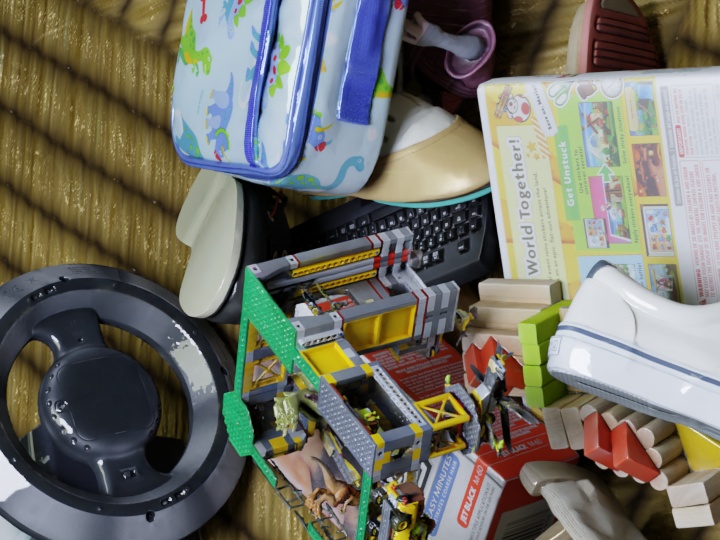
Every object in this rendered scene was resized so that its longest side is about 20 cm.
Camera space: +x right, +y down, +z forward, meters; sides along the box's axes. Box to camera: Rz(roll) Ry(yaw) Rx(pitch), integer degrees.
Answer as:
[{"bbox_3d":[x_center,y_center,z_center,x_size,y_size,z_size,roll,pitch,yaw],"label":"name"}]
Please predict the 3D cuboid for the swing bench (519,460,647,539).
[{"bbox_3d":[0.121,0.241,1.351,0.200,0.129,0.199,-52,47,19],"label":"swing bench"}]

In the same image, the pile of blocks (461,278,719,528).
[{"bbox_3d":[0.129,0.066,1.352,0.200,0.062,0.082,29,120,26],"label":"pile of blocks"}]

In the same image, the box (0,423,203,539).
[{"bbox_3d":[-0.200,0.231,1.707,0.200,0.124,0.197,-34,56,38],"label":"box"}]

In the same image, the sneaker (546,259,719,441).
[{"bbox_3d":[0.194,0.051,1.291,0.199,0.073,0.071,21,83,4],"label":"sneaker"}]

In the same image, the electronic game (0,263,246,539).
[{"bbox_3d":[-0.165,0.086,1.646,0.042,0.199,0.201,128,136,-55],"label":"electronic game"}]

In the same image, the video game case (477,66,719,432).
[{"bbox_3d":[0.154,-0.005,1.364,0.181,0.023,0.201,0,105,36],"label":"video game case"}]

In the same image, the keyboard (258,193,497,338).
[{"bbox_3d":[0.000,0.000,1.545,0.200,0.040,0.105,-24,64,43],"label":"keyboard"}]

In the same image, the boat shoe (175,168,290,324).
[{"bbox_3d":[-0.069,-0.013,1.534,0.074,0.063,0.201,-59,12,12],"label":"boat shoe"}]

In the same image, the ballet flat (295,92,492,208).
[{"bbox_3d":[0.010,-0.072,1.509,0.200,0.069,0.063,1,120,56],"label":"ballet flat"}]

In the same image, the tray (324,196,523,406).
[{"bbox_3d":[0.032,0.047,1.555,0.099,0.037,0.200,-54,48,25],"label":"tray"}]

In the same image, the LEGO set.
[{"bbox_3d":[0.019,0.073,1.360,0.200,0.115,0.154,44,140,49],"label":"LEGO set"}]

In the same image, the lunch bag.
[{"bbox_3d":[-0.036,-0.148,1.486,0.161,0.082,0.201,19,99,57],"label":"lunch bag"}]

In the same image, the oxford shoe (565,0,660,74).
[{"bbox_3d":[0.122,-0.057,1.453,0.075,0.070,0.201,-7,77,49],"label":"oxford shoe"}]

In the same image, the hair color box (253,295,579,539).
[{"bbox_3d":[0.021,0.096,1.461,0.200,0.064,0.111,41,129,36],"label":"hair color box"}]

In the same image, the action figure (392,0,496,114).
[{"bbox_3d":[0.052,-0.165,1.549,0.134,0.148,0.201,27,121,51],"label":"action figure"}]
